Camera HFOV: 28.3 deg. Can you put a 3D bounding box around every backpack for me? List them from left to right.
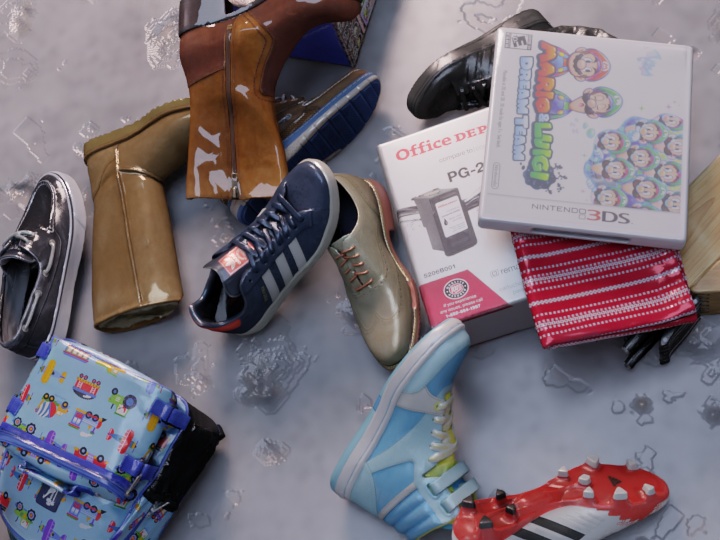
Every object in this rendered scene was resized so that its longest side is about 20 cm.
[{"bbox_3d":[-0.252,0.183,1.308,0.182,0.135,0.200,26,80,21],"label":"backpack"}]

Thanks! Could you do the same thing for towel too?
[{"bbox_3d":[0.206,-0.035,1.268,0.144,0.023,0.201,-10,67,-3],"label":"towel"}]

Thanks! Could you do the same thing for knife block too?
[{"bbox_3d":[0.276,-0.013,1.304,0.175,0.064,0.201,-2,69,11],"label":"knife block"}]

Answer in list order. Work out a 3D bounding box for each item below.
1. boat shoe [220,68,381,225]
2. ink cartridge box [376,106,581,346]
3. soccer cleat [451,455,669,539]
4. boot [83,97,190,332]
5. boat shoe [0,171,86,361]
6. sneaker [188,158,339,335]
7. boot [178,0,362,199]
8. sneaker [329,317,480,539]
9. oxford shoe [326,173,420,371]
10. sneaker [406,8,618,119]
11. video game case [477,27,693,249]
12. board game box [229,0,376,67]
[{"bbox_3d":[-0.068,-0.139,1.424,0.200,0.072,0.072,-42,65,-6],"label":"boat shoe"},{"bbox_3d":[0.111,-0.043,1.341,0.145,0.083,0.201,-18,67,4],"label":"ink cartridge box"},{"bbox_3d":[0.173,0.221,1.240,0.199,0.085,0.069,-12,31,-15],"label":"soccer cleat"},{"bbox_3d":[-0.197,-0.055,1.421,0.175,0.066,0.201,-21,64,24],"label":"boot"},{"bbox_3d":[-0.327,-0.012,1.426,0.072,0.068,0.201,-8,68,35],"label":"boat shoe"},{"bbox_3d":[-0.094,-0.017,1.327,0.075,0.084,0.200,45,118,30],"label":"sneaker"},{"bbox_3d":[-0.083,-0.169,1.361,0.188,0.068,0.201,-5,86,5],"label":"boot"},{"bbox_3d":[0.072,0.150,1.259,0.130,0.079,0.200,37,112,18],"label":"sneaker"},{"bbox_3d":[0.000,0.000,1.344,0.071,0.074,0.201,-32,62,29],"label":"oxford shoe"},{"bbox_3d":[0.151,-0.188,1.401,0.200,0.060,0.104,-34,62,-6],"label":"sneaker"},{"bbox_3d":[0.204,-0.122,1.280,0.181,0.024,0.201,6,67,3],"label":"video game case"},{"bbox_3d":[-0.062,-0.331,1.483,0.159,0.097,0.201,11,72,16],"label":"board game box"}]
